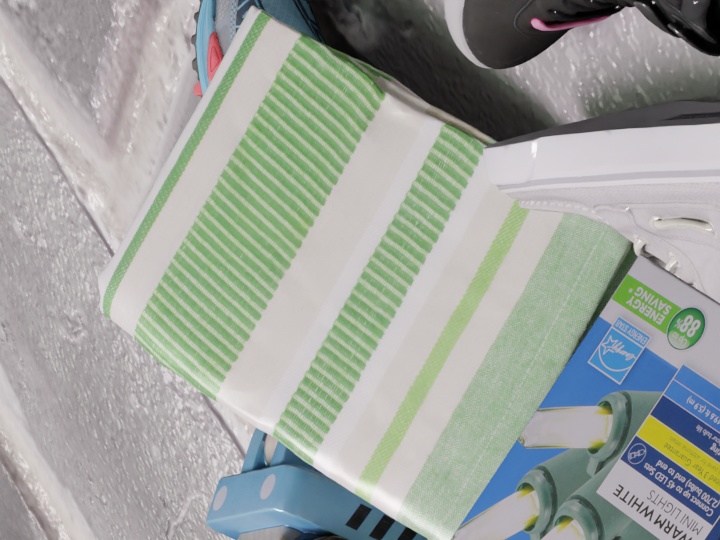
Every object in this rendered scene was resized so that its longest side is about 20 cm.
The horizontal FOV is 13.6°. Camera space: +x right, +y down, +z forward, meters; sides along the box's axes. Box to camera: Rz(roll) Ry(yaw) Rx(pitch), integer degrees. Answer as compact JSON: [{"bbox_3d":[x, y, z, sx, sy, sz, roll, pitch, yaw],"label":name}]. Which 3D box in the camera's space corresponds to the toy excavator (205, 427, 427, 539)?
[{"bbox_3d":[-0.014,0.075,1.351,0.194,0.201,0.100,27,158,-22],"label":"toy excavator"}]

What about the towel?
[{"bbox_3d":[0.000,0.000,1.207,0.199,0.153,0.023,31,-179,24],"label":"towel"}]

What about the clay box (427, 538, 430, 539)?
[{"bbox_3d":[0.067,0.138,1.225,0.115,0.047,0.201,55,-169,-70],"label":"clay box"}]

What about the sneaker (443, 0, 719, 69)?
[{"bbox_3d":[0.096,-0.103,1.066,0.100,0.070,0.200,62,146,18],"label":"sneaker"}]

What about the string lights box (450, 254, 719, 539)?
[{"bbox_3d":[0.083,0.108,0.996,0.059,0.201,0.103,33,-179,-41],"label":"string lights box"}]

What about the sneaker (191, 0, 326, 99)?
[{"bbox_3d":[0.002,-0.054,1.275,0.095,0.079,0.201,-28,80,34],"label":"sneaker"}]

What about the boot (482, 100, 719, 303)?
[{"bbox_3d":[0.120,-0.010,1.089,0.200,0.073,0.096,1,104,57],"label":"boot"}]
